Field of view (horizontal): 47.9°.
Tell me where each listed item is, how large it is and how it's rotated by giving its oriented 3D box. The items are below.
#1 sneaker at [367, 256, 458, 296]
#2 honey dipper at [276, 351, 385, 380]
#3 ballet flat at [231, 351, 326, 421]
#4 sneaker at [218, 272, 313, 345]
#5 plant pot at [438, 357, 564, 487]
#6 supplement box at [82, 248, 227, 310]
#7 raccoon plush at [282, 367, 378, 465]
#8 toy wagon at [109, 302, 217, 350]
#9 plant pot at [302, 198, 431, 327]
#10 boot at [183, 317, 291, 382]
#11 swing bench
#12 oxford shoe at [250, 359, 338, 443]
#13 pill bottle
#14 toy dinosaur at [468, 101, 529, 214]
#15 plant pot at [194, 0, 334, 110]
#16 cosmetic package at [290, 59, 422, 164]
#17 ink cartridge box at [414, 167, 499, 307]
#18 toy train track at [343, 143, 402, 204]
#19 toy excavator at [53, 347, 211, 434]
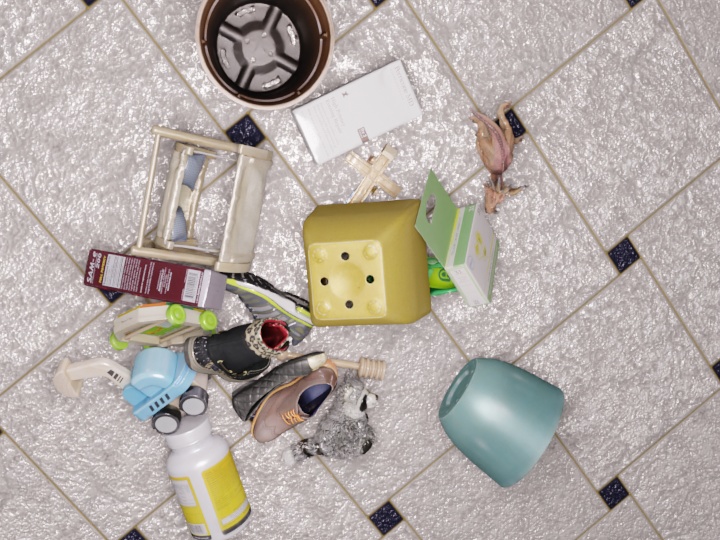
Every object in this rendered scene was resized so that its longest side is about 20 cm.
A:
[{"bbox_3d":[0.093,0.003,1.408,0.196,0.084,0.075,2,99,-6],"label":"sneaker"},{"bbox_3d":[-0.053,0.163,1.436,0.197,0.038,0.039,10,98,-11],"label":"honey dipper"},{"bbox_3d":[-0.136,0.193,1.393,0.198,0.066,0.057,-31,80,19],"label":"ballet flat"},{"bbox_3d":[-0.166,0.065,1.381,0.198,0.074,0.082,28,98,-12],"label":"sneaker"},{"bbox_3d":[0.235,0.250,1.431,0.160,0.201,0.202,33,93,-2],"label":"plant pot"},{"bbox_3d":[-0.323,0.016,1.290,0.197,0.109,0.062,11,86,6],"label":"supplement box"},{"bbox_3d":[-0.059,0.262,1.410,0.197,0.097,0.136,-23,115,-6],"label":"raccoon plush"},{"bbox_3d":[-0.306,0.098,1.331,0.154,0.199,0.040,-22,68,31],"label":"toy wagon"},{"bbox_3d":[0.000,0.000,1.289,0.191,0.200,0.199,-3,100,13],"label":"plant pot"},{"bbox_3d":[-0.167,0.129,1.311,0.152,0.203,0.075,-16,72,26],"label":"boot"},{"bbox_3d":[-0.249,-0.112,1.301,0.197,0.130,0.202,10,97,-11],"label":"swing bench"},{"bbox_3d":[-0.120,0.237,1.408,0.071,0.073,0.200,40,105,-17],"label":"oxford shoe"},{"bbox_3d":[-0.267,0.354,1.392,0.110,0.112,0.203,-18,103,-7],"label":"pill bottle"},{"bbox_3d":[0.233,-0.193,1.368,0.084,0.200,0.138,-8,62,15],"label":"toy dinosaur"},{"bbox_3d":[-0.152,-0.347,1.240,0.197,0.198,0.204,-2,100,-11],"label":"plant pot"},{"bbox_3d":[-0.007,-0.263,1.348,0.198,0.074,0.103,-27,104,-3],"label":"cosmetic package"},{"bbox_3d":[0.167,-0.058,1.357,0.047,0.147,0.201,-11,132,30],"label":"ink cartridge box"},{"bbox_3d":[0.001,-0.127,1.394,0.114,0.033,0.201,33,94,-14],"label":"toy train track"},{"bbox_3d":[-0.368,0.177,1.324,0.193,0.100,0.200,-34,120,18],"label":"toy excavator"}]
